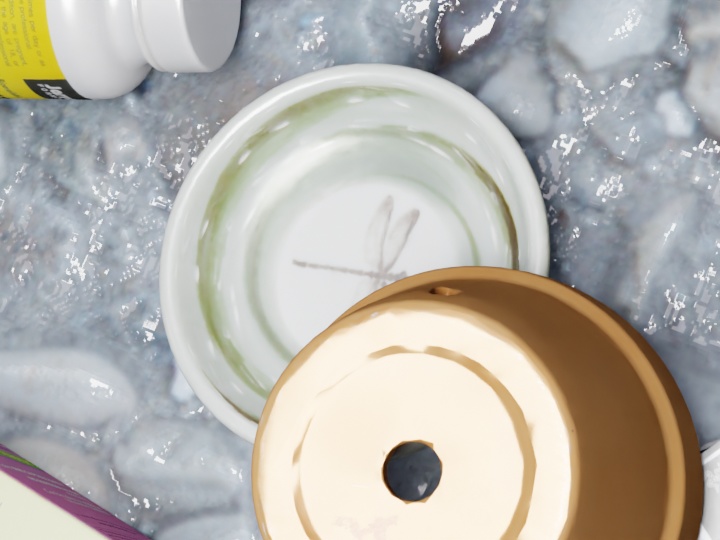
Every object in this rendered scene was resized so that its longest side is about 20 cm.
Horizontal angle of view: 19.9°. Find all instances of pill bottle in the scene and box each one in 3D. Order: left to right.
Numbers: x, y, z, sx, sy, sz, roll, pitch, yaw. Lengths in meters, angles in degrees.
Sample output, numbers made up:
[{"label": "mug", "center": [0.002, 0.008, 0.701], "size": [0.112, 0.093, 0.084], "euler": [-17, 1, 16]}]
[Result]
[{"label": "pill bottle", "center": [-0.169, -0.145, 1.071], "size": [0.199, 0.111, 0.112], "euler": [2, 77, 19]}]

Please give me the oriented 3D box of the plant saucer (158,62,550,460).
[{"label": "plant saucer", "center": [0.000, 0.000, 1.012], "size": [0.199, 0.050, 0.202], "euler": [-5, 74, 17]}]

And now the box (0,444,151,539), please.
[{"label": "box", "center": [-0.206, 0.177, 1.009], "size": [0.199, 0.097, 0.177], "euler": [28, 86, 21]}]

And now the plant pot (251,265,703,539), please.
[{"label": "plant pot", "center": [0.040, 0.089, 0.878], "size": [0.199, 0.140, 0.202], "euler": [-2, 81, 15]}]

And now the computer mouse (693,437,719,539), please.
[{"label": "computer mouse", "center": [0.167, 0.117, 0.932], "size": [0.199, 0.044, 0.110], "euler": [-32, 70, 11]}]
